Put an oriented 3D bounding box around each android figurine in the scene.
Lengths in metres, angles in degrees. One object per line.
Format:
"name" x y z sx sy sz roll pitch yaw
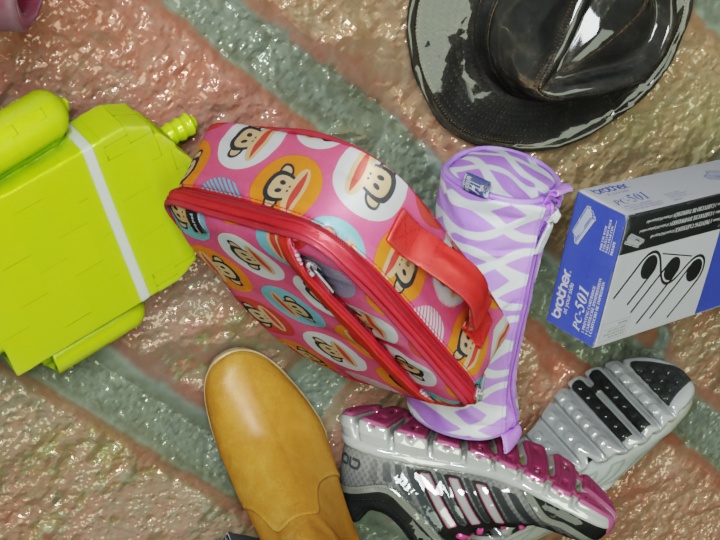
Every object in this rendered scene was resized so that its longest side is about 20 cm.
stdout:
"android figurine" -0.171 -0.020 0.826 0.200 0.041 0.183 -35 138 -18

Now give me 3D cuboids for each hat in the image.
"hat" 0.134 -0.146 0.873 0.199 0.081 0.202 -10 121 -16

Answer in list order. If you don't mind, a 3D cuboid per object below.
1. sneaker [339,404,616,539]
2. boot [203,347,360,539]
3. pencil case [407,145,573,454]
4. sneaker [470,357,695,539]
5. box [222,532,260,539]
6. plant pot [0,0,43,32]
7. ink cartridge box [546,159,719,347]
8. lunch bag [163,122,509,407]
"sneaker" 0.073 0.158 0.983 0.199 0.074 0.088 16 102 3
"boot" -0.038 0.152 0.906 0.070 0.144 0.202 -25 102 -3
"pencil case" 0.083 0.016 0.938 0.084 0.085 0.201 -41 145 -51
"sneaker" 0.160 0.138 1.055 0.200 0.075 0.081 -35 138 2
"box" -0.057 0.313 1.026 0.148 0.124 0.201 15 112 -28
"plant pot" -0.232 -0.216 0.639 0.178 0.200 0.201 5 117 -7
"ink cartridge box" 0.212 -0.018 0.956 0.199 0.044 0.095 -13 124 -41
"lunch bag" 0.000 0.000 0.828 0.082 0.176 0.200 -60 137 -18
